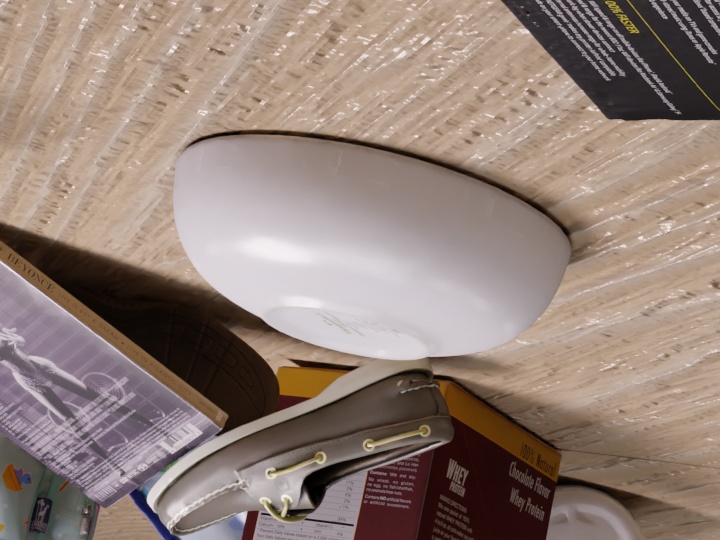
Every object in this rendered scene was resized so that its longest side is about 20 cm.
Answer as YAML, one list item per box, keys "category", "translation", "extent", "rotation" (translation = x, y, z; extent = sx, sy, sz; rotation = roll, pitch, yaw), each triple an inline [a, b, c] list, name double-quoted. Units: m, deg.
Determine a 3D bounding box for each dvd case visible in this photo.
- category: "dvd case"
  translation: [-0.198, 0.062, 1.394]
  extent: [0.200, 0.016, 0.149]
  rotation: [38, 138, -15]

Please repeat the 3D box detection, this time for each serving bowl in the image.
- category: "serving bowl"
  translation: [0.000, 0.000, 1.096]
  extent: [0.199, 0.066, 0.200]
  rotation: [12, 166, 3]

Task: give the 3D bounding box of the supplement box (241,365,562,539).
- category: "supplement box"
  translation: [0.025, 0.191, 1.535]
  extent: [0.132, 0.201, 0.197]
  rotation: [4, 164, 30]

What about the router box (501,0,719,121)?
- category: "router box"
  translation: [0.107, -0.099, 0.636]
  extent: [0.148, 0.051, 0.200]
  rotation: [4, 163, 28]

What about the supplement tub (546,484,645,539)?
- category: "supplement tub"
  translation: [0.148, 0.240, 1.781]
  extent: [0.122, 0.123, 0.200]
  rotation: [14, 167, -5]

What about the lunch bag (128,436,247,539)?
- category: "lunch bag"
  translation: [-0.056, 0.210, 1.700]
  extent: [0.200, 0.128, 0.170]
  rotation: [44, -171, 36]

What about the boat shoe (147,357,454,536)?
- category: "boat shoe"
  translation: [-0.038, 0.119, 1.396]
  extent: [0.201, 0.061, 0.072]
  rotation: [-27, 160, 9]

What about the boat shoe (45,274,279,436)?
- category: "boat shoe"
  translation: [-0.145, 0.051, 1.438]
  extent: [0.199, 0.074, 0.063]
  rotation: [23, 173, 1]

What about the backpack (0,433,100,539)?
- category: "backpack"
  translation: [-0.257, 0.136, 1.600]
  extent: [0.152, 0.201, 0.176]
  rotation: [10, 160, -17]
